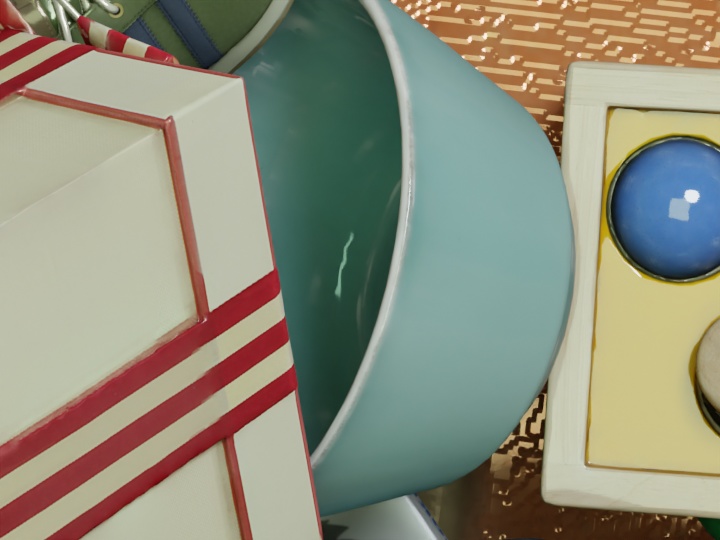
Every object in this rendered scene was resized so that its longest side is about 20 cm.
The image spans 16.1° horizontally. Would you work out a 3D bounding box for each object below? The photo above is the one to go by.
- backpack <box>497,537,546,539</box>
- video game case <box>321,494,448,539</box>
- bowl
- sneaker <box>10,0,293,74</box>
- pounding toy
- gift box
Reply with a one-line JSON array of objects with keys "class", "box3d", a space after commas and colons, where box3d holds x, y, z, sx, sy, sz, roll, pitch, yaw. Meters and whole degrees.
[{"class": "backpack", "box3d": [0.011, 0.163, 0.879, 0.163, 0.200, 0.154, -8, 54, -19]}, {"class": "video game case", "box3d": [-0.054, 0.152, 0.995, 0.200, 0.022, 0.183, -35, 87, 6]}, {"class": "bowl", "box3d": [0.000, 0.000, 0.889, 0.105, 0.201, 0.201, 12, 93, -33]}, {"class": "sneaker", "box3d": [-0.089, -0.087, 0.863, 0.200, 0.090, 0.067, -49, 63, 39]}, {"class": "pounding toy", "box3d": [0.160, 0.031, 0.907, 0.184, 0.142, 0.201, 4, 91, 7]}, {"class": "gift box", "box3d": [-0.135, 0.019, 0.762, 0.200, 0.187, 0.185, 20, 128, 36]}]
